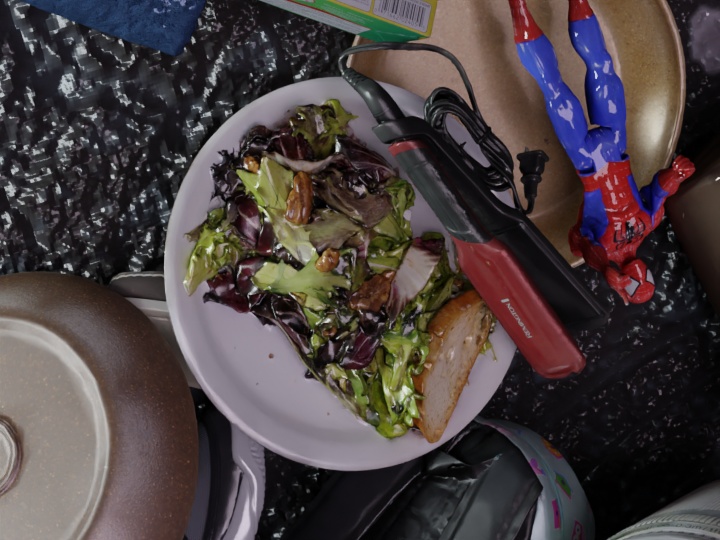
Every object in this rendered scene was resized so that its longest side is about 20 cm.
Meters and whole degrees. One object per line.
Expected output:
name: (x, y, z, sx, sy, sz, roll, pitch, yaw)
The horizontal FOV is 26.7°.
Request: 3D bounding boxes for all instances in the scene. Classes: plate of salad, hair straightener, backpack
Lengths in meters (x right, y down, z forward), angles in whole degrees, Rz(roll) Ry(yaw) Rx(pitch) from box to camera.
plate of salad: (0.000, 0.000, 0.766, 0.198, 0.048, 0.202, 2, 85, -20)
hair straightener: (0.061, -0.041, 0.774, 0.200, 0.041, 0.077, 49, 51, -14)
backpack: (0.036, 0.171, 0.831, 0.201, 0.166, 0.126, -60, 152, 3)

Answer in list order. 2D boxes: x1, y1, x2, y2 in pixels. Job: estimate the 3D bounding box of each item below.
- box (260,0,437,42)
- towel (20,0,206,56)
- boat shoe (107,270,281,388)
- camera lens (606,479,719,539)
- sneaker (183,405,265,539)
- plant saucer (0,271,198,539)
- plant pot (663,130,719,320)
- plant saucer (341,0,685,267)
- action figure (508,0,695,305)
box: (-0.004, -0.224, 0.739, 0.117, 0.048, 0.202, 15, 85, -30)
towel: (-0.156, -0.187, 0.734, 0.199, 0.049, 0.112, 20, 99, -20)
boat shoe: (-0.044, 0.029, 0.815, 0.198, 0.072, 0.060, 11, 57, -15)
camera lens: (0.192, 0.199, 0.795, 0.199, 0.159, 0.161, -6, 112, -58)
sneaker: (-0.127, 0.154, 0.815, 0.113, 0.075, 0.201, 16, 102, -22)
plant saucer: (-0.177, 0.094, 0.739, 0.199, 0.037, 0.202, -5, 73, 16)
plant pot: (0.266, -0.012, 0.843, 0.200, 0.200, 0.175, -41, 92, -3)
plant saucer: (0.081, -0.094, 0.833, 0.198, 0.035, 0.202, -4, 106, -15)
action figure: (0.130, -0.065, 0.787, 0.065, 0.099, 0.201, -23, 112, -8)
